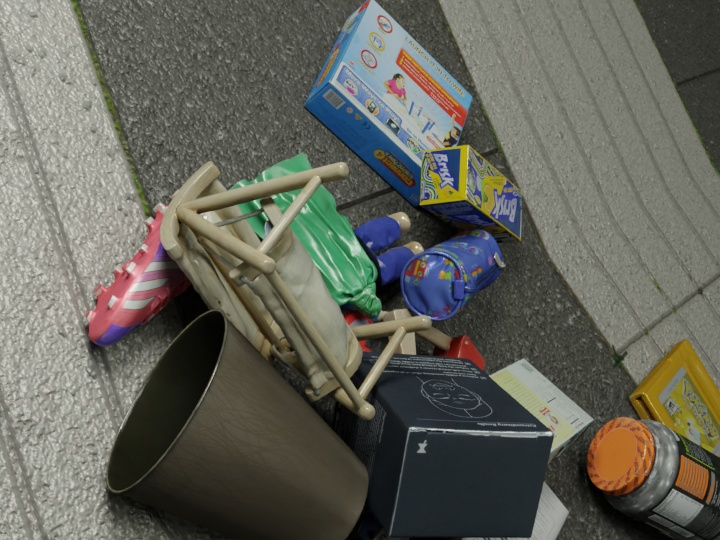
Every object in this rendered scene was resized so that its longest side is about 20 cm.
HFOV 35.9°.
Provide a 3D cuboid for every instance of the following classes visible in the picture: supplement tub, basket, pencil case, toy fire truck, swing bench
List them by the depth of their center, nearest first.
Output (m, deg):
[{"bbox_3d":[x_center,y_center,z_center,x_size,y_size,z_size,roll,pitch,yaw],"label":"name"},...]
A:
[{"bbox_3d":[-0.098,0.165,0.996,0.199,0.135,0.182,39,61,-26],"label":"basket"},{"bbox_3d":[-0.073,0.016,1.035,0.130,0.198,0.200,-53,128,-30],"label":"swing bench"},{"bbox_3d":[0.043,0.094,1.222,0.200,0.048,0.142,44,51,-23],"label":"toy fire truck"},{"bbox_3d":[0.112,0.002,1.302,0.200,0.085,0.079,-27,118,-67],"label":"pencil case"},{"bbox_3d":[0.389,0.268,1.420,0.199,0.122,0.124,30,47,-28],"label":"supplement tub"}]

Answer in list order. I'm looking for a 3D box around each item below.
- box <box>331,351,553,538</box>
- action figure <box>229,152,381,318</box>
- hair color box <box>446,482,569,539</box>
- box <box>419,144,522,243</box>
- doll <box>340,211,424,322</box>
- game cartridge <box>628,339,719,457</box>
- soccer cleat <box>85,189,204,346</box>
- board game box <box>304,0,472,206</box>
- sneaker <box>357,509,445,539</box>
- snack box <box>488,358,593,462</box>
[{"bbox_3d":[0.071,0.164,1.075,0.146,0.200,0.109,6,104,-19],"label":"box"},{"bbox_3d":[-0.046,-0.026,1.177,0.117,0.055,0.200,-33,70,-25],"label":"action figure"},{"bbox_3d":[0.145,0.297,1.205,0.100,0.060,0.200,50,40,-4],"label":"hair color box"},{"bbox_3d":[0.141,-0.090,1.381,0.199,0.063,0.071,27,64,-61],"label":"box"},{"bbox_3d":[0.000,0.000,1.257,0.199,0.048,0.138,-28,92,-49],"label":"doll"},{"bbox_3d":[0.480,0.214,1.615,0.199,0.032,0.178,-31,89,-49],"label":"game cartridge"},{"bbox_3d":[-0.191,0.006,1.056,0.076,0.066,0.201,45,39,-21],"label":"soccer cleat"},{"bbox_3d":[0.042,-0.218,1.431,0.200,0.056,0.197,41,43,-19],"label":"board game box"},{"bbox_3d":[0.026,0.305,1.012,0.080,0.115,0.201,34,65,-23],"label":"sneaker"},{"bbox_3d":[0.188,0.169,1.286,0.116,0.037,0.199,42,24,19],"label":"snack box"}]
